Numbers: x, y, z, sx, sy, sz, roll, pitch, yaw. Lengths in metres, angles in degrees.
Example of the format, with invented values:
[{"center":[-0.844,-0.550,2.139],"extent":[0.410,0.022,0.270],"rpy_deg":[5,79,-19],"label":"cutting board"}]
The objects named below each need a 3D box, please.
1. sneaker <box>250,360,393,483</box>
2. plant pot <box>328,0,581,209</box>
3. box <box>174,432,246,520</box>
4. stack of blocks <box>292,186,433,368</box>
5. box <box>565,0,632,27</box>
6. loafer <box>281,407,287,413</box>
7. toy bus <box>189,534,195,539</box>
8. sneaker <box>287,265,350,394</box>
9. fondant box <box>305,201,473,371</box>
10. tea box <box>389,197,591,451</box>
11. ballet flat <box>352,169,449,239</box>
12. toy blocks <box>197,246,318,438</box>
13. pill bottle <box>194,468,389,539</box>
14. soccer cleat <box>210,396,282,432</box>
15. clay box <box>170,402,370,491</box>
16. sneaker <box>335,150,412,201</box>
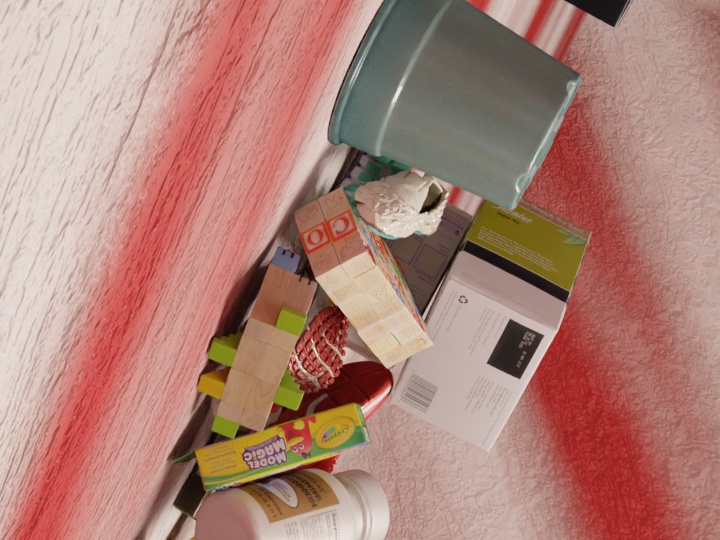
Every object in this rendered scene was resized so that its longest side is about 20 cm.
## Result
[{"center":[-0.041,0.192,1.743],"extent":[0.199,0.078,0.116],"rpy_deg":[-31,135,-12],"label":"sneaker"},{"center":[0.100,-0.170,1.522],"extent":[0.202,0.195,0.200],"rpy_deg":[-61,174,-11],"label":"plant pot"},{"center":[-0.167,0.241,1.833],"extent":[0.122,0.032,0.200],"rpy_deg":[-61,174,-11],"label":"box"},{"center":[0.000,0.000,1.588],"extent":[0.058,0.116,0.200],"rpy_deg":[-27,144,7],"label":"stack of blocks"},{"center":[0.240,-0.402,1.633],"extent":[0.198,0.199,0.124],"rpy_deg":[-58,174,-22],"label":"box"},{"center":[-0.087,0.114,1.820],"extent":[0.074,0.070,0.201],"rpy_deg":[83,16,-44],"label":"loafer"},{"center":[-0.118,0.369,1.824],"extent":[0.192,0.200,0.136],"rpy_deg":[-45,170,-8],"label":"toy bus"},{"center":[-0.057,0.064,1.682],"extent":[0.078,0.081,0.201],"rpy_deg":[68,29,-29],"label":"sneaker"},{"center":[0.022,-0.006,1.798],"extent":[0.201,0.143,0.058],"rpy_deg":[-60,175,-13],"label":"fondant box"},{"center":[0.146,0.051,1.733],"extent":[0.201,0.133,0.197],"rpy_deg":[-66,176,38],"label":"tea box"},{"center":[0.046,-0.075,1.584],"extent":[0.072,0.071,0.200],"rpy_deg":[-63,167,9],"label":"ballet flat"},{"center":[-0.086,0.057,1.530],"extent":[0.137,0.099,0.201],"rpy_deg":[-71,-177,-45],"label":"toy blocks"},{"center":[-0.068,0.272,1.641],"extent":[0.199,0.114,0.115],"rpy_deg":[-7,132,-44],"label":"pill bottle"},{"center":[-0.117,0.141,1.676],"extent":[0.078,0.069,0.200],"rpy_deg":[-46,177,22],"label":"soccer cleat"},{"center":[-0.091,0.187,1.605],"extent":[0.198,0.048,0.115],"rpy_deg":[-18,173,1],"label":"clay box"},{"center":[0.019,-0.110,1.700],"extent":[0.201,0.074,0.088],"rpy_deg":[-56,-164,27],"label":"sneaker"}]
